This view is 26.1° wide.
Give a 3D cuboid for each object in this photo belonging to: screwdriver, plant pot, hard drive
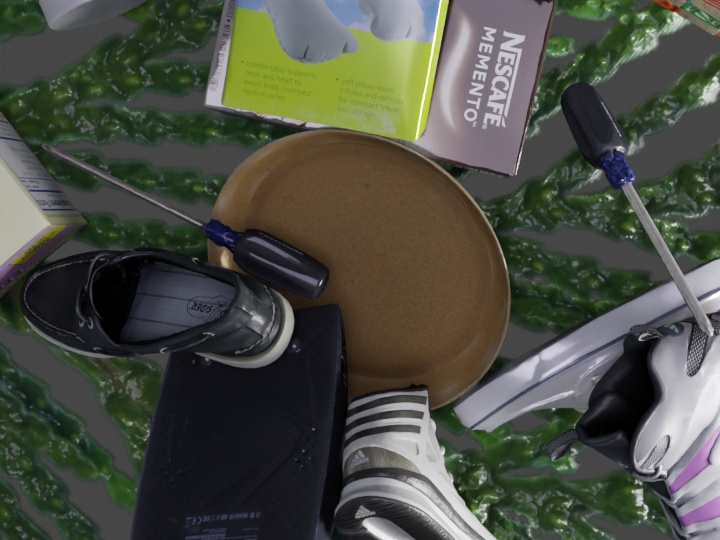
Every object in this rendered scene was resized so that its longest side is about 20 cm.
[{"bbox_3d":[0.165,-0.042,0.930,0.028,0.029,0.201,-22,49,1],"label":"screwdriver"},{"bbox_3d":[0.000,0.000,0.970,0.198,0.028,0.201,9,121,16],"label":"plant pot"},{"bbox_3d":[-0.070,0.122,0.945,0.134,0.042,0.201,-10,56,26],"label":"hard drive"},{"bbox_3d":[-0.108,-0.036,0.964,0.199,0.029,0.028,30,134,8],"label":"screwdriver"}]

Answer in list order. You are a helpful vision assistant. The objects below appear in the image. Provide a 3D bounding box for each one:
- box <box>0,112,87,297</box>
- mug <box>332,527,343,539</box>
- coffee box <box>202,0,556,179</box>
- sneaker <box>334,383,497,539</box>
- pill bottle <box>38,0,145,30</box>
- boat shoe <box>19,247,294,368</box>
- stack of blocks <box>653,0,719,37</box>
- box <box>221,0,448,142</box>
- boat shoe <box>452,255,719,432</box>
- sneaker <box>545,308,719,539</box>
[{"bbox_3d":[-0.310,-0.051,0.992,0.176,0.097,0.200,-40,88,5],"label":"box"},{"bbox_3d":[-0.043,0.253,0.977,0.151,0.114,0.187,12,93,3],"label":"mug"},{"bbox_3d":[0.013,-0.133,0.974,0.198,0.080,0.114,13,93,3],"label":"coffee box"},{"bbox_3d":[0.051,0.138,0.966,0.075,0.201,0.116,-16,51,22],"label":"sneaker"},{"bbox_3d":[-0.195,-0.258,0.972,0.104,0.104,0.201,-21,91,4],"label":"pill bottle"},{"bbox_3d":[-0.141,0.018,0.968,0.198,0.066,0.075,12,76,27],"label":"boat shoe"},{"bbox_3d":[0.274,-0.151,0.939,0.199,0.115,0.059,30,94,1],"label":"stack of blocks"},{"bbox_3d":[-0.005,-0.185,0.893,0.121,0.048,0.202,10,106,4],"label":"box"},{"bbox_3d":[0.157,0.062,0.976,0.199,0.074,0.066,-28,86,6],"label":"boat shoe"},{"bbox_3d":[0.176,0.116,0.941,0.139,0.078,0.202,-4,112,-18],"label":"sneaker"}]
